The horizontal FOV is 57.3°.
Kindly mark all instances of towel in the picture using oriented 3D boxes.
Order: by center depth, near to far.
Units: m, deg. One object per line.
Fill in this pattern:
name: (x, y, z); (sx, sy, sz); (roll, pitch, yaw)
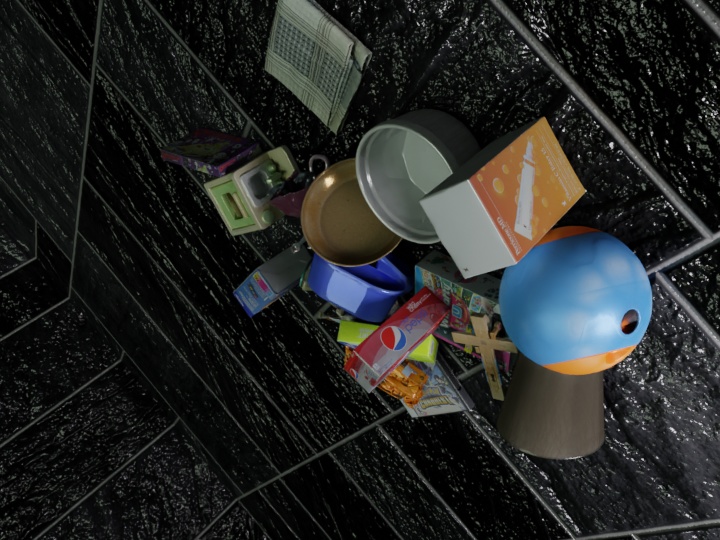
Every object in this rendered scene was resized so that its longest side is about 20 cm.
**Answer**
towel: (-0.081, -0.352, 1.112); (0.200, 0.035, 0.193); (44, 144, 10)

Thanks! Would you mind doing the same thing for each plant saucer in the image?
plant saucer: (-0.005, -0.098, 1.149); (0.200, 0.201, 0.035); (35, 174, 21)

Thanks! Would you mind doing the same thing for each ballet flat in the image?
ballet flat: (-0.080, 0.004, 1.326); (0.062, 0.200, 0.068); (20, 100, -2)

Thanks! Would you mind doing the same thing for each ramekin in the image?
ramekin: (0.099, -0.154, 1.027); (0.199, 0.105, 0.201); (28, 139, 28)

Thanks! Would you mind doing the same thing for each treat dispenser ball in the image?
treat dispenser ball: (0.291, 0.040, 0.903); (0.200, 0.201, 0.202); (29, 139, 28)

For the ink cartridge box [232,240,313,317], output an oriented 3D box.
ink cartridge box: (-0.198, 0.026, 1.487); (0.077, 0.136, 0.200); (55, 145, -1)

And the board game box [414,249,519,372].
board game box: (0.192, 0.070, 1.159); (0.199, 0.064, 0.148); (26, 138, 32)

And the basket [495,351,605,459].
basket: (0.317, 0.182, 1.060); (0.179, 0.136, 0.201); (3, 123, 7)

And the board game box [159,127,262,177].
board game box: (-0.316, -0.252, 1.388); (0.199, 0.120, 0.033); (20, 131, 36)

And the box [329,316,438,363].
box: (0.044, 0.134, 1.267); (0.198, 0.048, 0.122); (8, 168, 15)

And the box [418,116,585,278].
box: (0.194, -0.100, 0.887); (0.097, 0.200, 0.125); (-19, 107, 53)

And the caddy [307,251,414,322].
caddy: (0.000, 0.000, 1.201); (0.199, 0.141, 0.105); (28, 119, 5)

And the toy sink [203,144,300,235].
toy sink: (-0.215, -0.160, 1.363); (0.199, 0.112, 0.131); (-5, 117, 50)

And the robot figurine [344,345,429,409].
robot figurine: (0.044, 0.203, 1.382); (0.199, 0.058, 0.145); (29, 148, 16)

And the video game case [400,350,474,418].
video game case: (0.125, 0.229, 1.405); (0.181, 0.025, 0.200); (56, 145, -6)

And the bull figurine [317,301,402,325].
bull figurine: (0.001, 0.086, 1.354); (0.121, 0.066, 0.200); (20, 161, -24)

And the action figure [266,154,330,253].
action figure: (-0.086, -0.109, 1.300); (0.200, 0.149, 0.134); (48, 161, -30)

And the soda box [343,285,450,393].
soda box: (0.064, 0.113, 1.111); (0.063, 0.200, 0.070); (42, 143, 13)

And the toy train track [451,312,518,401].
toy train track: (0.222, 0.142, 1.115); (0.114, 0.033, 0.201); (8, 133, 35)
